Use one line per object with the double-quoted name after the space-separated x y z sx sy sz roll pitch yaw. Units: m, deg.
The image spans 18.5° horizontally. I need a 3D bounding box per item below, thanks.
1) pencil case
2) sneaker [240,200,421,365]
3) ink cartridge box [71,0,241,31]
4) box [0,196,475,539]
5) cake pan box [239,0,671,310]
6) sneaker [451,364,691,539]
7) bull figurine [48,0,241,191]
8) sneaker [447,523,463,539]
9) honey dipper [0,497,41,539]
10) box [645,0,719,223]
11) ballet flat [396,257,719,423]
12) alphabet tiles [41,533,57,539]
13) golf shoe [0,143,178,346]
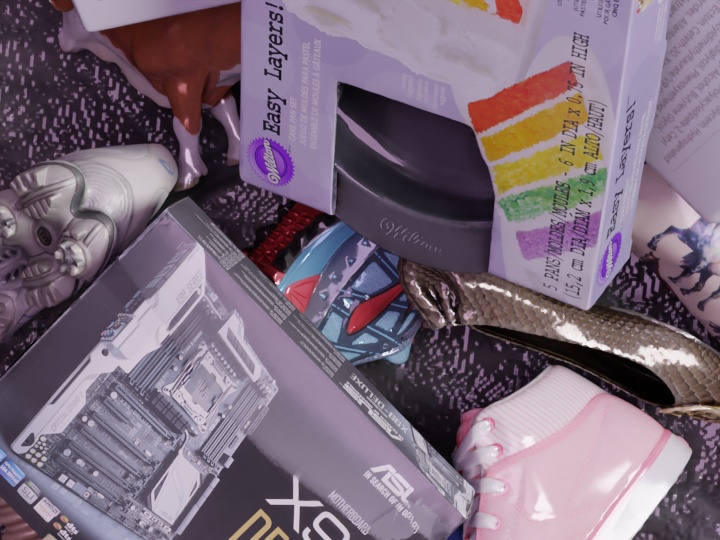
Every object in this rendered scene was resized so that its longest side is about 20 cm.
0.174 -0.022 1.068 0.200 0.089 0.078 46 70 3 "pencil case"
0.000 0.000 1.110 0.200 0.079 0.096 -43 118 -1 "sneaker"
-0.084 -0.219 0.987 0.144 0.085 0.201 -9 128 16 "ink cartridge box"
-0.070 0.092 1.038 0.158 0.050 0.200 -44 91 13 "box"
0.036 -0.094 0.946 0.183 0.052 0.201 23 133 21 "cake pan box"
0.067 0.132 1.077 0.105 0.075 0.200 39 69 1 "sneaker"
-0.061 -0.114 1.093 0.199 0.065 0.122 -14 101 20 "bull figurine"
-0.033 0.129 1.107 0.199 0.082 0.074 22 95 3 "sneaker"
-0.148 0.197 1.150 0.038 0.038 0.201 -17 95 7 "honey dipper"
0.191 -0.169 0.968 0.171 0.200 0.199 45 62 1 "box"
0.104 0.036 1.067 0.199 0.067 0.047 26 68 -21 "ballet flat"
-0.133 0.211 1.086 0.167 0.008 0.200 37 140 11 "alphabet tiles"
-0.166 -0.011 1.108 0.199 0.097 0.079 -19 101 43 "golf shoe"
